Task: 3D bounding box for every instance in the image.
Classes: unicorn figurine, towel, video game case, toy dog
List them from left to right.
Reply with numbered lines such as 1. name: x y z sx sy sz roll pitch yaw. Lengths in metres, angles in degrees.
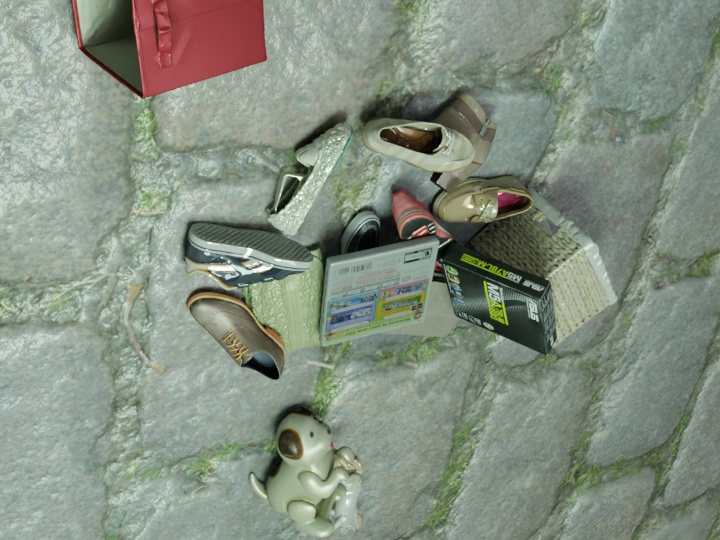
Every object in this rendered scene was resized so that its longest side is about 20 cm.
1. towel: -0.120 0.063 1.748 0.147 0.037 0.202 -21 131 -22
2. toy dog: -0.103 0.347 1.911 0.140 0.191 0.202 -51 150 -54
3. unicorn figurine: -0.038 0.461 2.075 0.136 0.074 0.202 3 119 -37
4. video game case: 0.029 0.034 1.748 0.197 0.022 0.184 -13 134 -22
5. towel: 0.120 0.064 1.923 0.198 0.035 0.133 8 125 -42

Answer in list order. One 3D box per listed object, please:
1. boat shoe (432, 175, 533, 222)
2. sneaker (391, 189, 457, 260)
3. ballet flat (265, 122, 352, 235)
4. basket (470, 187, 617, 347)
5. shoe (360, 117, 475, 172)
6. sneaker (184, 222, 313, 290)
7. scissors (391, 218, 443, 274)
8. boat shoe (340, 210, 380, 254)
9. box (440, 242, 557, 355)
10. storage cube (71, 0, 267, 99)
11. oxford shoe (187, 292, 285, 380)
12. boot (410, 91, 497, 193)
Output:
1. boat shoe: 0.220 -0.119 1.844 0.198 0.069 0.075 -15 129 -28
2. sneaker: 0.105 -0.078 1.783 0.073 0.088 0.200 -29 152 8
3. ballet flat: -0.083 -0.144 1.605 0.071 0.072 0.202 17 110 -43
4. basket: 0.335 -0.004 1.925 0.160 0.198 0.201 -38 137 -3
5. shoe: 0.098 -0.195 1.631 0.197 0.053 0.071 6 86 -25
6. sneaker: -0.174 -0.015 1.611 0.197 0.079 0.080 11 119 -19
7. scissors: 0.099 -0.030 1.859 0.199 0.014 0.073 26 105 -46
8. boat shoe: 0.000 0.000 1.768 0.071 0.068 0.202 -2 122 -36
9. box: 0.241 0.051 1.814 0.048 0.192 0.201 -54 152 -20
10. storage cube: -0.233 -0.337 1.259 0.178 0.200 0.173 -23 132 -30
11. oxford shoe: -0.193 0.105 1.673 0.199 0.073 0.071 36 115 -29
12. boot: 0.133 -0.226 1.712 0.199 0.070 0.147 34 89 -39
